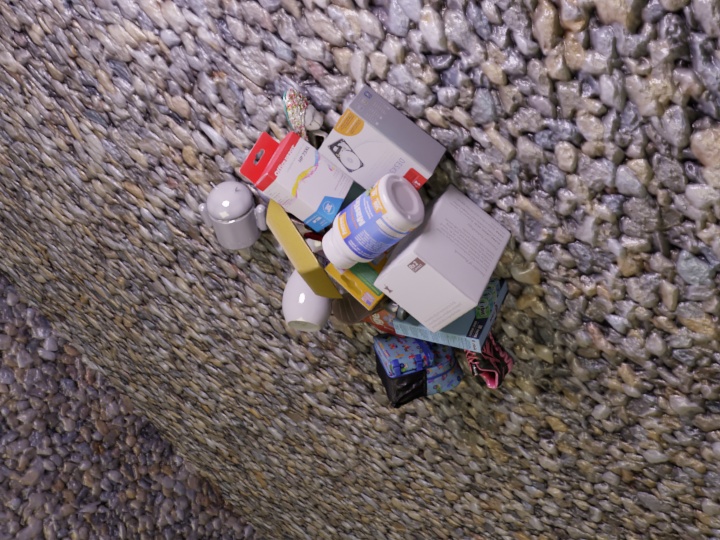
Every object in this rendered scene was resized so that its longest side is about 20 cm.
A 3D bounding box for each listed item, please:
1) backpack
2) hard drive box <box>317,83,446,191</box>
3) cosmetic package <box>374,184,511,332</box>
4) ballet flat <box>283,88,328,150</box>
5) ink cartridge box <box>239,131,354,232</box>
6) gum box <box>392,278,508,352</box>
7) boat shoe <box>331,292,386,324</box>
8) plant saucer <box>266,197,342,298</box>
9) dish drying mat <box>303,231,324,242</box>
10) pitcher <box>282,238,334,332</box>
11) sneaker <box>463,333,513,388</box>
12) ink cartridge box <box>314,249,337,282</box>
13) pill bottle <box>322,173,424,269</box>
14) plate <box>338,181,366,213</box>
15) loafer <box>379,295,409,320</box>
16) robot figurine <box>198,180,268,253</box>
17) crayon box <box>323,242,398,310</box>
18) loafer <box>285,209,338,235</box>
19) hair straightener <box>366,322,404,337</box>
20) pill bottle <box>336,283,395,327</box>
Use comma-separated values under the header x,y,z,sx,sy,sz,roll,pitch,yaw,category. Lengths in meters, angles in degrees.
x,y,z,sx,sy,sz,roll,pitch,yaw,category
0.142,0.217,1.833,0.197,0.183,0.136,-11,119,-8,backpack
0.040,-0.230,1.464,0.199,0.077,0.156,36,145,-6,hard drive box
0.162,-0.022,1.510,0.164,0.201,0.165,37,146,-7,cosmetic package
-0.098,-0.282,1.523,0.063,0.076,0.201,7,148,17,ballet flat
-0.124,-0.185,1.500,0.199,0.117,0.067,36,151,-17,ink cartridge box
0.193,0.078,1.633,0.198,0.171,0.045,11,140,28,gum box
0.016,0.072,1.705,0.199,0.067,0.073,-16,91,49,boat shoe
-0.126,-0.036,1.605,0.201,0.048,0.200,56,178,25,plant saucer
-0.024,-0.056,1.700,0.198,0.018,0.077,17,-173,22,dish drying mat
-0.125,0.044,1.819,0.120,0.203,0.172,15,157,-14,pitcher
0.274,0.195,1.777,0.200,0.096,0.079,46,145,-16,sneaker
0.000,0.000,1.695,0.199,0.108,0.051,26,122,38,ink cartridge box
0.018,-0.085,1.452,0.112,0.113,0.199,43,128,-15,pill bottle
-0.004,-0.127,1.667,0.198,0.026,0.202,22,143,17,plate
0.108,0.024,1.613,0.062,0.200,0.073,21,132,19,loafer
-0.300,-0.130,1.819,0.167,0.114,0.201,0,137,10,robot figurine
0.021,-0.011,1.574,0.126,0.200,0.052,42,146,4,crayon box
-0.117,-0.114,1.703,0.199,0.063,0.072,28,150,33,loafer
0.046,0.114,1.872,0.198,0.077,0.041,10,123,37,hair straightener
0.042,0.069,1.791,0.198,0.113,0.113,10,140,29,pill bottle
